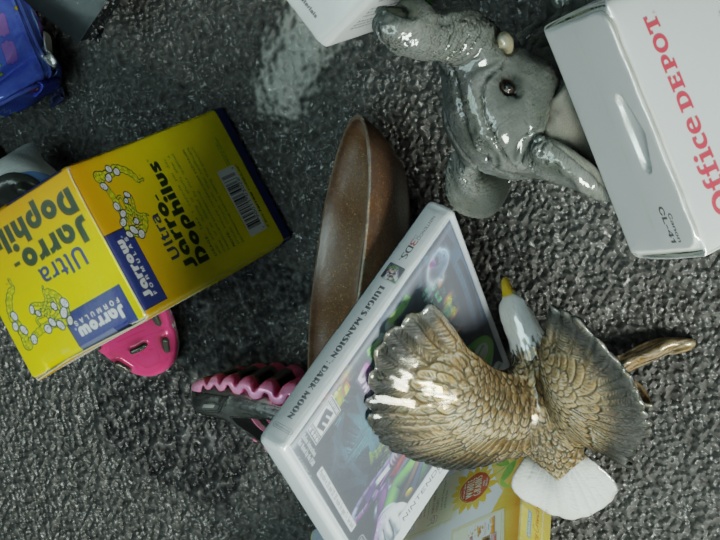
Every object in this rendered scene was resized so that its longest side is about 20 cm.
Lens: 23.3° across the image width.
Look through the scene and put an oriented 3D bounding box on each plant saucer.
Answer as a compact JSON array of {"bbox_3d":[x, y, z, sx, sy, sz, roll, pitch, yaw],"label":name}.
[{"bbox_3d":[0.000,0.000,1.142,0.036,0.201,0.202,6,112,-10],"label":"plant saucer"}]

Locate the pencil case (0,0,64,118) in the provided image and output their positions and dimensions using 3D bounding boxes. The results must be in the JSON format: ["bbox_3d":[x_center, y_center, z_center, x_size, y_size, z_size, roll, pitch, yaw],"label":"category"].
[{"bbox_3d":[-0.281,-0.206,1.265,0.086,0.078,0.202,-18,97,20],"label":"pencil case"}]

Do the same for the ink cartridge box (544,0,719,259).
[{"bbox_3d":[0.223,-0.113,0.970,0.149,0.199,0.086,67,163,-5],"label":"ink cartridge box"}]

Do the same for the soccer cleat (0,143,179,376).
[{"bbox_3d":[-0.199,-0.012,1.296,0.070,0.087,0.200,-30,114,18],"label":"soccer cleat"}]

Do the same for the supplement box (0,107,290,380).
[{"bbox_3d":[-0.155,-0.023,1.187,0.108,0.200,0.110,-28,92,30],"label":"supplement box"}]

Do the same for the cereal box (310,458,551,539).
[{"bbox_3d":[0.041,0.211,1.196,0.199,0.145,0.039,-28,124,32],"label":"cereal box"}]

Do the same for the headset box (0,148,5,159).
[{"bbox_3d":[-0.370,-0.112,1.299,0.075,0.148,0.201,-37,87,29],"label":"headset box"}]

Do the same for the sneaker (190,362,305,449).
[{"bbox_3d":[-0.035,0.120,1.236,0.198,0.079,0.096,9,102,26],"label":"sneaker"}]

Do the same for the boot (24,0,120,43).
[{"bbox_3d":[-0.205,-0.278,1.207,0.167,0.076,0.201,29,83,-10],"label":"boot"}]

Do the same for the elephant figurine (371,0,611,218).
[{"bbox_3d":[0.099,-0.092,1.028,0.155,0.200,0.142,44,138,15],"label":"elephant figurine"}]

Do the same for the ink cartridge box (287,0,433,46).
[{"bbox_3d":[0.049,-0.238,1.051,0.200,0.146,0.084,-41,84,29],"label":"ink cartridge box"}]

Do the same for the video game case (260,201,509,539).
[{"bbox_3d":[0.024,0.083,1.092,0.023,0.182,0.200,24,157,30],"label":"video game case"}]

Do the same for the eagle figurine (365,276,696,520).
[{"bbox_3d":[0.106,0.075,1.075,0.151,0.200,0.152,41,106,15],"label":"eagle figurine"}]
